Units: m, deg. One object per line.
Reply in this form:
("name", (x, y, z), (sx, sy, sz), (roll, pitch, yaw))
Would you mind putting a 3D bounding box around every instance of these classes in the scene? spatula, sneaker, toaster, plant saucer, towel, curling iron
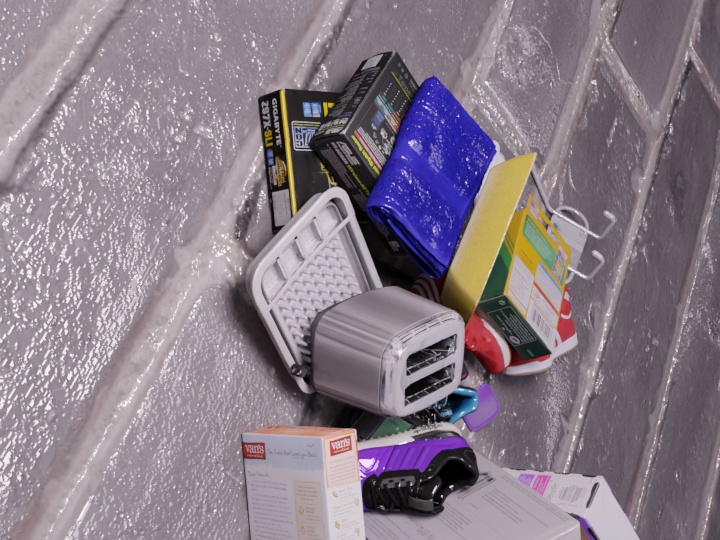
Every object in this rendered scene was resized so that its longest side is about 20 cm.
("spatula", (0.143, 0.149, 1.340), (0.056, 0.021, 0.201), (-32, 135, -2))
("sneaker", (0.046, 0.239, 1.113), (0.197, 0.100, 0.071), (-17, 123, -16))
("sneaker", (0.121, 0.087, 1.343), (0.115, 0.078, 0.201), (-44, 111, -26))
("toaster", (0.031, 0.094, 1.127), (0.198, 0.128, 0.116), (-16, 114, -47))
("sneaker", (0.264, 0.084, 1.479), (0.199, 0.070, 0.115), (-23, 106, -53))
("plant saucer", (0.150, -0.035, 1.228), (0.200, 0.048, 0.203), (88, 24, -76))
("sneaker", (0.069, 0.179, 1.254), (0.198, 0.081, 0.075), (-19, 102, -44))
("towel", (0.092, -0.112, 1.176), (0.148, 0.049, 0.202), (44, 57, -36))
("curling iron", (0.000, 0.000, 1.244), (0.198, 0.025, 0.051), (9, 95, -49))

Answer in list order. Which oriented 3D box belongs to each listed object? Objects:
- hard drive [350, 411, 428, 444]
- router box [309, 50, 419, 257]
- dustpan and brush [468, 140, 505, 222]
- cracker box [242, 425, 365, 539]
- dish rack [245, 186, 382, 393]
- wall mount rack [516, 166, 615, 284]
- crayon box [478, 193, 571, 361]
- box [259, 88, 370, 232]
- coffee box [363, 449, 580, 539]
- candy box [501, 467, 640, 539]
("hard drive", (0.048, 0.250, 1.210), (0.199, 0.038, 0.140), (36, 95, -38))
("router box", (0.042, -0.139, 1.206), (0.201, 0.061, 0.151), (52, 51, -30))
("dustpan and brush", (0.169, -0.125, 1.409), (0.139, 0.057, 0.203), (41, 58, -36))
("cracker box", (-0.059, 0.273, 1.070), (0.057, 0.133, 0.204), (-5, 89, -46))
("dish rack", (-0.055, 0.021, 1.131), (0.172, 0.043, 0.202), (-50, 135, -30))
("wall mount rack", (0.304, -0.076, 1.530), (0.172, 0.075, 0.201), (30, 42, 1))
("crayon box", (0.234, 0.008, 1.388), (0.126, 0.051, 0.202), (48, 43, -27))
("box", (-0.031, -0.134, 1.209), (0.198, 0.049, 0.163), (-6, 88, -47))
("coffee box", (0.118, 0.366, 1.138), (0.197, 0.199, 0.201), (-19, 115, -26))
("candy box", (0.270, 0.356, 1.362), (0.169, 0.198, 0.072), (56, 51, -26))
